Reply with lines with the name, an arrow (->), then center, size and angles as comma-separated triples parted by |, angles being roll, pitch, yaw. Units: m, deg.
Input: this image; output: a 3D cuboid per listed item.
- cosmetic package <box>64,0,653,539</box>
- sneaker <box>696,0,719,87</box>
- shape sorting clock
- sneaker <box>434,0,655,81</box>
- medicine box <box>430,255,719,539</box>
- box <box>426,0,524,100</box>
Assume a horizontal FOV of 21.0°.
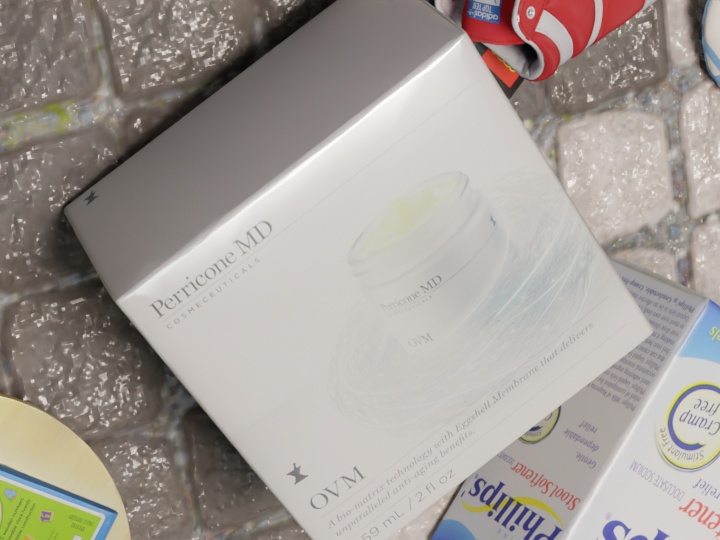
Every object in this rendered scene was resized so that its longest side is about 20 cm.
cosmetic package -> 0.000, 0.000, 0.953 | 0.199, 0.123, 0.200 | -38, 119, -2
sneaker -> 0.260, -0.093, 1.126 | 0.072, 0.072, 0.200 | -43, 120, -10
shape sorting clock -> -0.208, 0.152, 0.947 | 0.200, 0.039, 0.201 | -9, 110, -26
sneaker -> 0.075, -0.185, 0.943 | 0.112, 0.071, 0.200 | -41, 123, -18
medicine box -> 0.174, 0.126, 1.124 | 0.182, 0.103, 0.200 | 33, 87, -33
box -> 0.045, -0.200, 0.987 | 0.200, 0.038, 0.137 | 39, 84, -33
